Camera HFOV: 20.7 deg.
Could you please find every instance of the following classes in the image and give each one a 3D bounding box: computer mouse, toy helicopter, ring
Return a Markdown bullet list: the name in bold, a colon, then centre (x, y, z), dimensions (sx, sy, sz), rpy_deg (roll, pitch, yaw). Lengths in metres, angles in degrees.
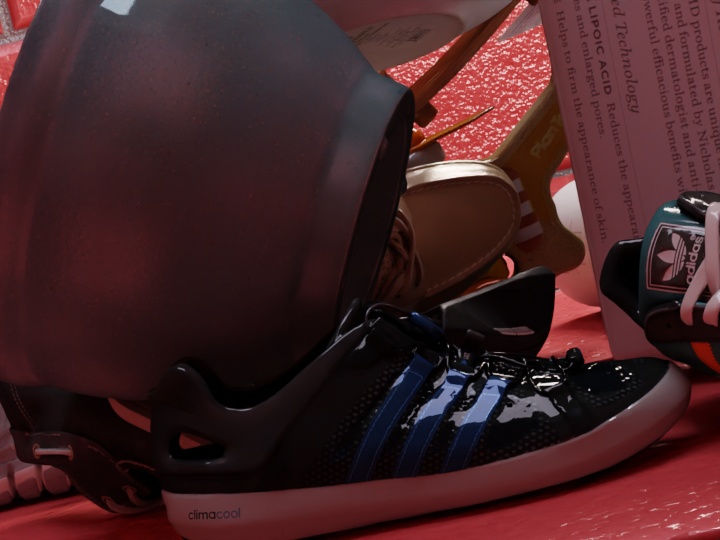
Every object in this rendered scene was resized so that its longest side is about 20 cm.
- **computer mouse**: centre (0.014, 0.055, 0.939), dimensions (0.140, 0.046, 0.200), rpy_deg (-30, -7, 30)
- **toy helicopter**: centre (0.074, -0.054, 1.063), dimensions (0.200, 0.132, 0.079), rpy_deg (-55, 5, 0)
- **ring**: centre (0.047, -0.125, 1.059), dimensions (0.200, 0.019, 0.200), rpy_deg (-46, 13, 13)

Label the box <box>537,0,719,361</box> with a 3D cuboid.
- **box**: centre (0.202, -0.075, 0.891), dimensions (0.199, 0.200, 0.131), rpy_deg (-13, 3, -43)

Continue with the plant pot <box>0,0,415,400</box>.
- **plant pot**: centre (-0.056, -0.033, 0.799), dimensions (0.134, 0.201, 0.200), rpy_deg (16, 9, 8)

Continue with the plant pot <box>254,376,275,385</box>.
- **plant pot**: centre (-0.041, -0.008, 1.150), dimensions (0.093, 0.201, 0.201), rpy_deg (26, 27, 32)

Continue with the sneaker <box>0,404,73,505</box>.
- **sneaker**: centre (-0.156, 0.051, 0.982), dimensions (0.200, 0.116, 0.075), rpy_deg (-14, 4, -3)

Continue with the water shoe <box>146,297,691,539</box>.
- **water shoe**: centre (0.020, 0.046, 0.718), dimensions (0.200, 0.079, 0.072), rpy_deg (-14, 4, 0)

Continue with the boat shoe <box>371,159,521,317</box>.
- **boat shoe**: centre (0.000, 0.000, 0.935), dimensions (0.200, 0.072, 0.065), rpy_deg (-22, 7, -23)

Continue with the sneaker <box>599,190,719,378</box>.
- **sneaker**: centre (0.142, 0.009, 0.705), dimensions (0.080, 0.072, 0.200), rpy_deg (21, -9, -8)

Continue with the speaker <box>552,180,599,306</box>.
- **speaker**: centre (0.171, -0.018, 1.095), dimensions (0.081, 0.081, 0.200), rpy_deg (-15, 4, -16)

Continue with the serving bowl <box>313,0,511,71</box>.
- **serving bowl**: centre (0.001, -0.134, 0.917), dimensions (0.200, 0.066, 0.200), rpy_deg (-15, -9, -2)

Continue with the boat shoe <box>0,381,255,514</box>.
- **boat shoe**: centre (-0.094, 0.074, 0.864), dimensions (0.072, 0.068, 0.200), rpy_deg (-5, 13, -41)

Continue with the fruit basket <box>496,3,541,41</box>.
- **fruit basket**: centre (0.181, -0.200, 1.046), dimensions (0.200, 0.094, 0.185), rpy_deg (-21, -11, -27)
